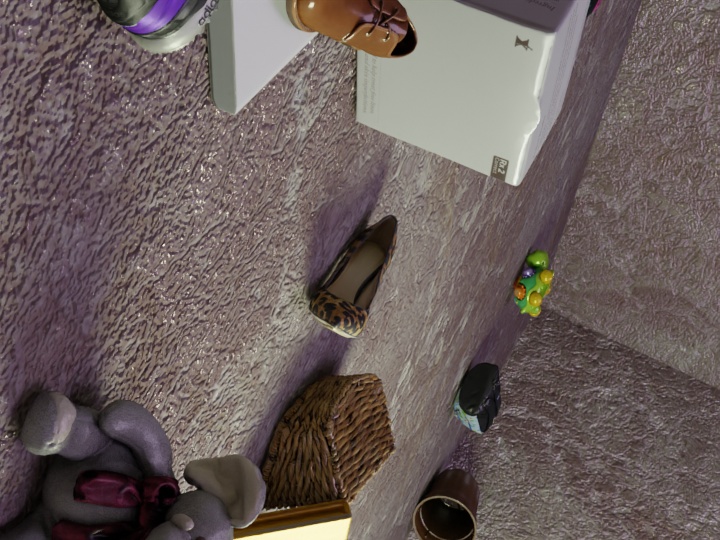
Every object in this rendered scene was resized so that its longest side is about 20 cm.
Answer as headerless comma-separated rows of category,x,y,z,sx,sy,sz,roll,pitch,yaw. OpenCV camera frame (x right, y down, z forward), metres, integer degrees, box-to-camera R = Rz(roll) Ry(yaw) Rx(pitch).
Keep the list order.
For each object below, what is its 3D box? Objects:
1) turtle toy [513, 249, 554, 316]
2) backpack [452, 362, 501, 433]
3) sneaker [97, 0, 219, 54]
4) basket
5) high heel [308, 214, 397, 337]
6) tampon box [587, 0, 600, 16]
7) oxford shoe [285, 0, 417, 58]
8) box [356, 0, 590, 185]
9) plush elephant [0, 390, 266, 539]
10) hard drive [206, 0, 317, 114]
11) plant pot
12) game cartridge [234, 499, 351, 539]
turtle toy,0.513,0.035,2.750,0.202,0.100,0.146,-62,164,-13
backpack,0.333,0.371,2.618,0.165,0.152,0.201,-60,142,-23
sneaker,-0.093,-0.227,0.511,0.203,0.069,0.099,-67,161,1
basket,-0.059,0.223,1.271,0.200,0.146,0.146,-30,109,-63
high heel,0.000,0.000,1.106,0.144,0.071,0.200,-61,-179,8
tampon box,0.293,-0.465,1.295,0.150,0.125,0.203,-44,154,-50
oxford shoe,0.001,-0.211,0.741,0.072,0.070,0.199,-67,163,12
box,0.108,-0.225,0.922,0.132,0.197,0.201,-56,162,-32
plush elephant,-0.168,0.192,0.710,0.167,0.153,0.200,-66,163,3
hard drive,-0.051,-0.229,0.715,0.201,0.026,0.133,-53,159,-37
plant pot,0.278,0.725,2.854,0.198,0.197,0.203,-50,159,-62
game cartridge,-0.108,0.375,1.192,0.173,0.033,0.202,-5,135,-18
